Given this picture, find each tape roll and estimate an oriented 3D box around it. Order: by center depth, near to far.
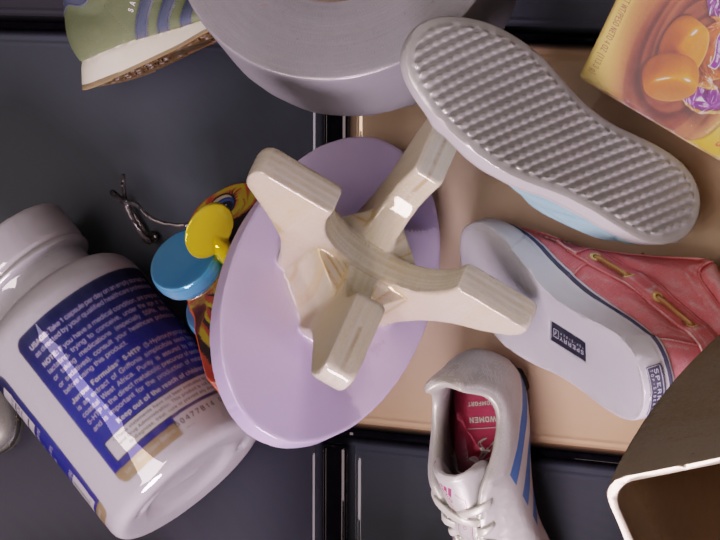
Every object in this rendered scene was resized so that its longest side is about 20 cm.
[{"bbox_3d":[-0.005,-0.194,1.508,0.199,0.066,0.202,-4,74,13],"label":"tape roll"}]

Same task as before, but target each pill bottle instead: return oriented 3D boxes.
[{"bbox_3d":[-0.168,0.060,1.642,0.120,0.120,0.200,-46,75,25],"label":"pill bottle"}]

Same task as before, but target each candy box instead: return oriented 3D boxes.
[{"bbox_3d":[0.220,-0.169,1.431,0.116,0.056,0.201,33,112,21],"label":"candy box"}]

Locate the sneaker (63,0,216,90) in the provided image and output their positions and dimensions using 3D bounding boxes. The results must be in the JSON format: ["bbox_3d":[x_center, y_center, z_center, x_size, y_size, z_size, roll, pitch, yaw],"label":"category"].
[{"bbox_3d":[-0.109,-0.185,1.609,0.199,0.067,0.090,-20,90,30],"label":"sneaker"}]

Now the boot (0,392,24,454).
[{"bbox_3d":[-0.312,0.043,1.712,0.068,0.130,0.201,-32,81,28],"label":"boot"}]

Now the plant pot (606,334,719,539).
[{"bbox_3d":[0.262,0.118,1.354,0.199,0.177,0.200,-15,117,21],"label":"plant pot"}]

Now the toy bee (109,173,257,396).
[{"bbox_3d":[-0.078,-0.014,1.593,0.108,0.131,0.200,-34,68,3],"label":"toy bee"}]

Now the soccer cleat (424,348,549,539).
[{"bbox_3d":[0.072,0.148,1.542,0.070,0.086,0.201,-9,92,29],"label":"soccer cleat"}]

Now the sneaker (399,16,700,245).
[{"bbox_3d":[0.095,-0.071,1.465,0.200,0.082,0.074,36,73,-17],"label":"sneaker"}]

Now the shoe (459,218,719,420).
[{"bbox_3d":[0.144,0.019,1.501,0.200,0.091,0.072,38,137,49],"label":"shoe"}]

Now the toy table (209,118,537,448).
[{"bbox_3d":[0.000,0.000,1.496,0.117,0.183,0.201,-34,41,62],"label":"toy table"}]
